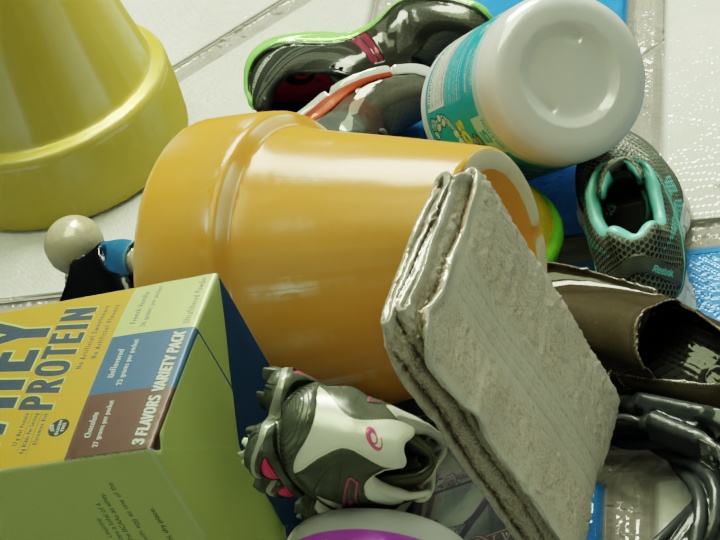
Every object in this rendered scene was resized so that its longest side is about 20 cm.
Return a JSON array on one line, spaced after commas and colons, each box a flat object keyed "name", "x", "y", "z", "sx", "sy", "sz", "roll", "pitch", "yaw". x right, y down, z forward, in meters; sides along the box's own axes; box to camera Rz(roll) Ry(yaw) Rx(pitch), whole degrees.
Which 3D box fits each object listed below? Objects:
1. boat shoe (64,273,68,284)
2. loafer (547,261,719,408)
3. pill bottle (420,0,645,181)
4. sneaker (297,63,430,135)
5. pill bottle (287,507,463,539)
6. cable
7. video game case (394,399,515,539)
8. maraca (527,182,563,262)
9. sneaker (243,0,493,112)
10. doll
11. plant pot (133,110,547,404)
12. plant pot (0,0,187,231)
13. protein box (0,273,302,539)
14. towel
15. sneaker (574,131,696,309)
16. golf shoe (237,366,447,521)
[{"name": "boat shoe", "x": -0.116, "y": 0.049, "z": 1.455, "sx": 0.200, "sy": 0.076, "sz": 0.072, "roll": 14, "pitch": 80, "yaw": 31}, {"name": "loafer", "x": 0.165, "y": 0.035, "z": 1.312, "sx": 0.200, "sy": 0.071, "sz": 0.073, "roll": 18, "pitch": 65, "yaw": 21}, {"name": "pill bottle", "x": 0.107, "y": -0.116, "z": 1.484, "sx": 0.111, "sy": 0.111, "sz": 0.200, "roll": -28, "pitch": 3, "yaw": -14}, {"name": "sneaker", "x": -0.019, "y": -0.076, "z": 1.587, "sx": 0.200, "sy": 0.077, "sz": 0.082, "roll": -27, "pitch": 65, "yaw": -12}, {"name": "pill bottle", "x": 0.000, "y": 0.229, "z": 1.119, "sx": 0.104, "sy": 0.104, "sz": 0.200, "roll": -3, "pitch": 57, "yaw": 18}, {"name": "cable", "x": 0.126, "y": 0.135, "z": 1.263, "sx": 0.200, "sy": 0.051, "sz": 0.163, "roll": 10, "pitch": 53, "yaw": 43}, {"name": "video game case", "x": 0.034, "y": 0.143, "z": 1.269, "sx": 0.143, "sy": 0.019, "sz": 0.200, "roll": -21, "pitch": 37, "yaw": 21}, {"name": "maraca", "x": 0.041, "y": -0.023, "z": 1.443, "sx": 0.200, "sy": 0.107, "sz": 0.137, "roll": 19, "pitch": 50, "yaw": 39}, {"name": "sneaker", "x": 0.009, "y": -0.148, "z": 1.656, "sx": 0.200, "sy": 0.077, "sz": 0.084, "roll": -17, "pitch": 44, "yaw": 15}, {"name": "doll", "x": -0.155, "y": 0.046, "z": 1.405, "sx": 0.048, "sy": 0.136, "sz": 0.200, "roll": -1, "pitch": 51, "yaw": -42}, {"name": "plant pot", "x": 0.000, "y": 0.000, "z": 1.282, "sx": 0.183, "sy": 0.200, "sz": 0.200, "roll": -6, "pitch": 37, "yaw": 31}, {"name": "plant pot", "x": -0.251, "y": -0.162, "z": 1.670, "sx": 0.200, "sy": 0.189, "sz": 0.201, "roll": -11, "pitch": 38, "yaw": 8}, {"name": "protein box", "x": -0.142, "y": 0.130, "z": 1.222, "sx": 0.200, "sy": 0.199, "sz": 0.135, "roll": -10, "pitch": 38, "yaw": 24}, {"name": "towel", "x": 0.081, "y": 0.053, "z": 1.179, "sx": 0.034, "sy": 0.200, "sz": 0.133, "roll": -12, "pitch": 39, "yaw": 33}, {"name": "sneaker", "x": 0.176, "y": -0.045, "z": 1.432, "sx": 0.077, "sy": 0.091, "sz": 0.200, "roll": -13, "pitch": 37, "yaw": 4}, {"name": "golf shoe", "x": 0.006, "y": 0.108, "z": 1.181, "sx": 0.088, "sy": 0.200, "sz": 0.077, "roll": 10, "pitch": 80, "yaw": 20}]
